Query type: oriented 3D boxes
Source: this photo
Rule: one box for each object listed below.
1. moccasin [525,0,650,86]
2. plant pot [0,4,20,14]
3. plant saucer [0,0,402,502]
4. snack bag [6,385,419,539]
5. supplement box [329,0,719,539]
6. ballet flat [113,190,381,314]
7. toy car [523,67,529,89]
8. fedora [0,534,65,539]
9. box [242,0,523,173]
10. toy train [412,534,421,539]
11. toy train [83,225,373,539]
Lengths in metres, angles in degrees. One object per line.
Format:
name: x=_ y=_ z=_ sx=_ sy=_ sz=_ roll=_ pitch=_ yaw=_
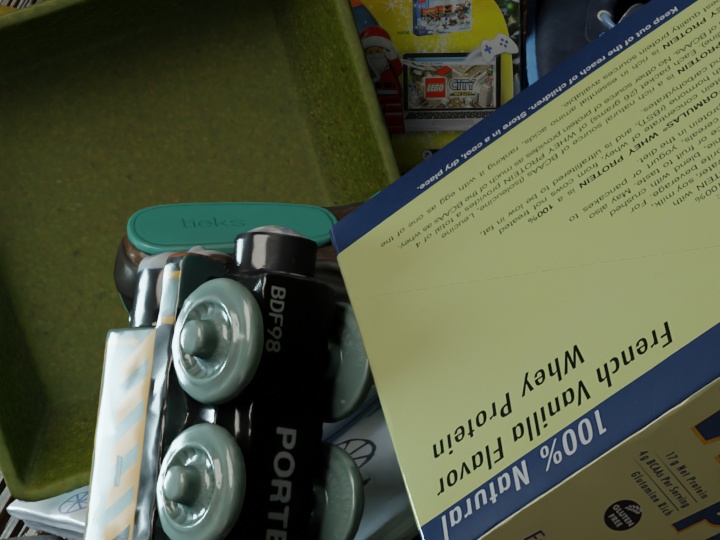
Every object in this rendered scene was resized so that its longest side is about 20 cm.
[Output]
moccasin: x=0.112 y=-0.095 z=1.064 sx=0.068 sy=0.080 sz=0.200 roll=-15 pitch=54 yaw=18
plant pot: x=-0.217 y=-0.065 z=1.295 sx=0.142 sy=0.200 sz=0.200 roll=-18 pitch=43 yaw=-3
plant saucer: x=-0.084 y=-0.028 z=1.032 sx=0.200 sy=0.200 sz=0.048 roll=-19 pitch=15 yaw=-7
snack bag: x=-0.024 y=0.075 z=1.034 sx=0.188 sy=0.021 sz=0.200 roll=-34 pitch=28 yaw=-33
supplement box: x=0.119 y=0.025 z=0.852 sx=0.200 sy=0.134 sz=0.200 roll=-35 pitch=33 yaw=12
ballet flat: x=0.000 y=0.000 z=1.000 sx=0.199 sy=0.069 sz=0.068 roll=-4 pitch=30 yaw=0
toy car: x=-0.050 y=-0.125 z=1.147 sx=0.177 sy=0.200 sz=0.184 roll=-42 pitch=39 yaw=10
fedora: x=-0.145 y=0.195 z=1.052 sx=0.090 sy=0.177 sz=0.201 roll=-9 pitch=71 yaw=-3
box: x=-0.028 y=-0.112 z=1.067 sx=0.199 sy=0.137 sz=0.038 roll=0 pitch=15 yaw=2
toy train: x=0.003 y=0.127 z=1.033 sx=0.200 sy=0.034 sz=0.046 roll=1 pitch=80 yaw=44
toy train: x=-0.058 y=0.083 z=0.909 sx=0.114 sy=0.085 sz=0.201 roll=-3 pitch=79 yaw=47
